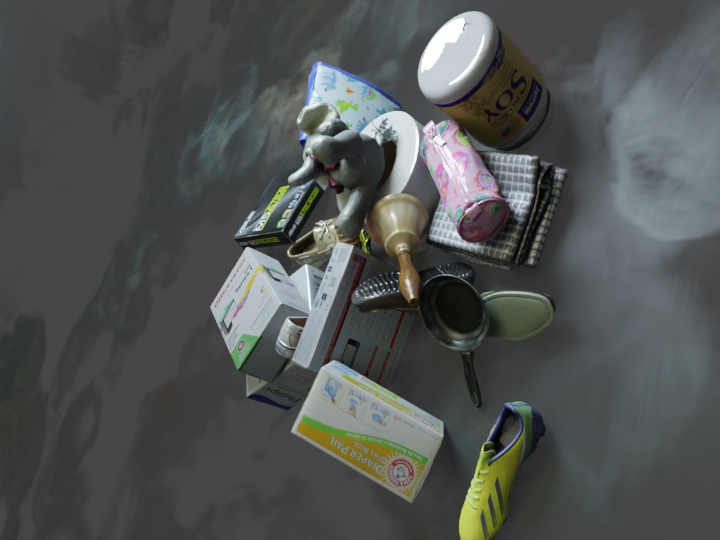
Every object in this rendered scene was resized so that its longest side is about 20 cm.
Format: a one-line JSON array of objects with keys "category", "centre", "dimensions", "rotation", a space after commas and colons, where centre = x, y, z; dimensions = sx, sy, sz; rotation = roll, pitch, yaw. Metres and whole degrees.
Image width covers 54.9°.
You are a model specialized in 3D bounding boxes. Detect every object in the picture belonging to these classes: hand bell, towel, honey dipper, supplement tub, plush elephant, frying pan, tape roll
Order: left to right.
[{"category": "plush elephant", "centre": [-0.047, -0.177, 1.123], "dimensions": [0.152, 0.167, 0.201], "rotation": [3, 42, 36]}, {"category": "honey dipper", "centre": [0.000, 0.000, 1.183], "dimensions": [0.037, 0.204, 0.038], "rotation": [-16, 27, 9]}, {"category": "tape roll", "centre": [0.070, -0.151, 1.204], "dimensions": [0.200, 0.137, 0.208], "rotation": [-26, 52, 38]}, {"category": "hand bell", "centre": [0.068, -0.016, 1.036], "dimensions": [0.104, 0.103, 0.202], "rotation": [-43, 30, 25]}, {"category": "frying pan", "centre": [0.154, 0.090, 0.978], "dimensions": [0.114, 0.031, 0.192], "rotation": [-38, 86, 43]}, {"category": "supplement tub", "centre": [0.198, -0.281, 1.071], "dimensions": [0.144, 0.198, 0.149], "rotation": [-26, 50, 37]}, {"category": "towel", "centre": [0.200, -0.097, 1.062], "dimensions": [0.198, 0.084, 0.170], "rotation": [16, 83, 52]}]

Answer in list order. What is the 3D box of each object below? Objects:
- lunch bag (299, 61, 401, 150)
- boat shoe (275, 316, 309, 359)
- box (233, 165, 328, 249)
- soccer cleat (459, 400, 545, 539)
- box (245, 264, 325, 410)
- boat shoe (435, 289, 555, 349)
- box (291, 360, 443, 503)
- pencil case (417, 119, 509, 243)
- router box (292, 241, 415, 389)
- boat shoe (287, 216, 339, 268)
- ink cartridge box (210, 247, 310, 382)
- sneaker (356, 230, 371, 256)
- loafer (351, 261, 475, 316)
[{"category": "lunch bag", "centre": [-0.030, -0.281, 1.345], "dimensions": [0.125, 0.198, 0.175], "rotation": [-13, 61, 44]}, {"category": "boat shoe", "centre": [-0.050, 0.101, 1.154], "dimensions": [0.071, 0.196, 0.072], "rotation": [39, 117, 46]}, {"category": "box", "centre": [-0.167, -0.141, 1.512], "dimensions": [0.190, 0.048, 0.203], "rotation": [-1, 51, 47]}, {"category": "soccer cleat", "centre": [0.170, 0.263, 0.901], "dimensions": [0.064, 0.083, 0.204], "rotation": [27, 92, 52]}, {"category": "box", "centre": [-0.121, 0.129, 1.304], "dimensions": [0.198, 0.104, 0.188], "rotation": [-35, 46, 32]}, {"category": "boat shoe", "centre": [0.195, 0.061, 0.995], "dimensions": [0.198, 0.060, 0.073], "rotation": [-17, 100, 43]}, {"category": "box", "centre": [0.015, 0.226, 0.999], "dimensions": [0.103, 0.196, 0.112], "rotation": [-62, -6, 2]}, {"category": "pencil case", "centre": [0.147, -0.135, 1.014], "dimensions": [0.087, 0.086, 0.203], "rotation": [-42, 44, 26]}, {"category": "router box", "centre": [0.002, 0.084, 1.122], "dimensions": [0.048, 0.177, 0.205], "rotation": [13, 79, 51]}, {"category": "boat shoe", "centre": [-0.067, -0.064, 1.377], "dimensions": [0.198, 0.064, 0.074], "rotation": [-29, 49, 37]}, {"category": "ink cartridge box", "centre": [-0.183, 0.076, 1.253], "dimensions": [0.146, 0.083, 0.200], "rotation": [-55, 39, 12]}, {"category": "sneaker", "centre": [-0.004, 0.003, 1.273], "dimensions": [0.077, 0.073, 0.206], "rotation": [104, 166, -77]}, {"category": "loafer", "centre": [0.084, 0.043, 1.063], "dimensions": [0.073, 0.194, 0.073], "rotation": [-104, 6, -65]}]
